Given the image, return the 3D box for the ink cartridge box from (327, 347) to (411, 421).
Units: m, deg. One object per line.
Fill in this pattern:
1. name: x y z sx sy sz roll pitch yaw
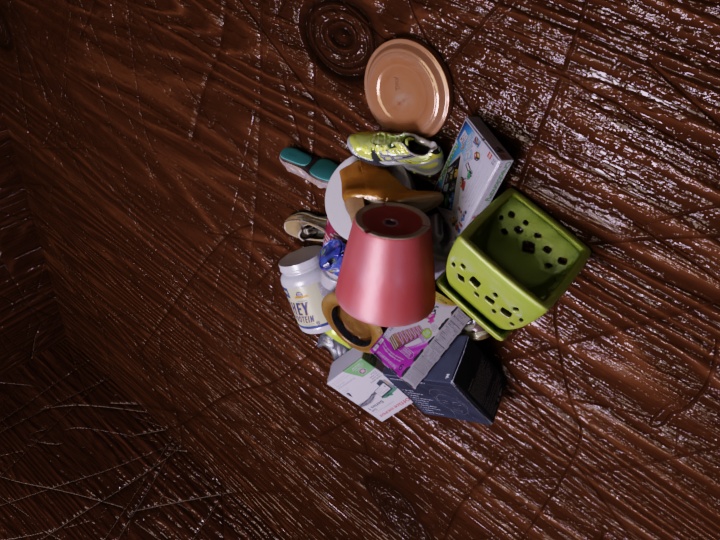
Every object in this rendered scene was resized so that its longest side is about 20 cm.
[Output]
1. ink cartridge box: 0.037 0.290 1.529 0.200 0.084 0.146 38 124 -17

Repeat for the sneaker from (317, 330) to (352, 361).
1. sneaker: -0.030 0.222 1.593 0.200 0.074 0.081 37 106 -1

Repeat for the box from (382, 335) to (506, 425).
1. box: 0.196 0.247 1.345 0.200 0.124 0.197 -2 143 44

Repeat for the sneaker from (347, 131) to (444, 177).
1. sneaker: 0.070 -0.249 1.151 0.199 0.076 0.076 12 156 9

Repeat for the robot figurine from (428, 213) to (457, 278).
1. robot figurine: 0.138 -0.038 1.244 0.169 0.113 0.200 17 144 -15

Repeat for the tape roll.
1. tape roll: 0.021 -0.154 1.246 0.202 0.037 0.204 -2 85 22

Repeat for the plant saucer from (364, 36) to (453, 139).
1. plant saucer: 0.087 -0.347 1.132 0.200 0.032 0.201 24 132 29

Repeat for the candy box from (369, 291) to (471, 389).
1. candy box: 0.130 0.142 1.286 0.061 0.200 0.136 42 175 -36

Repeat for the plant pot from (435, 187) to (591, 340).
1. plant pot: 0.271 0.000 1.092 0.200 0.199 0.182 42 145 11

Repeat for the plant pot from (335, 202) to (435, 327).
1. plant pot: 0.053 -0.020 1.106 0.200 0.200 0.178 25 130 28

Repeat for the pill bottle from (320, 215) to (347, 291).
1. pill bottle: -0.037 -0.053 1.381 0.109 0.109 0.201 29 125 25

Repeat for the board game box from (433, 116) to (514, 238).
1. board game box: 0.205 -0.172 1.105 0.126 0.035 0.200 64 149 33

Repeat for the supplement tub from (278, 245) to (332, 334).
1. supplement tub: -0.124 0.050 1.534 0.145 0.145 0.201 1 119 43

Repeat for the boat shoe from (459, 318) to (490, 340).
1. boat shoe: 0.211 0.119 1.336 0.200 0.073 0.065 -1 99 43

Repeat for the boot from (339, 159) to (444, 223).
1. boot: 0.058 -0.178 1.180 0.071 0.200 0.144 69 -169 -63

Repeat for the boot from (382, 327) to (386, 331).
1. boot: 0.037 0.081 1.485 0.166 0.072 0.201 28 137 43

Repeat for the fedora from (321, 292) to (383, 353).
1. fedora: -0.002 0.110 1.399 0.200 0.082 0.201 29 146 22

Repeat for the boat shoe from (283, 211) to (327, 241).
1. boat shoe: -0.135 -0.106 1.483 0.200 0.076 0.072 3 121 42

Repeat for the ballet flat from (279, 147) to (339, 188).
1. ballet flat: -0.108 -0.235 1.384 0.200 0.068 0.067 32 156 30

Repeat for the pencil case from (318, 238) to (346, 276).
1. pencil case: 0.000 0.000 1.307 0.200 0.078 0.087 29 158 -30
